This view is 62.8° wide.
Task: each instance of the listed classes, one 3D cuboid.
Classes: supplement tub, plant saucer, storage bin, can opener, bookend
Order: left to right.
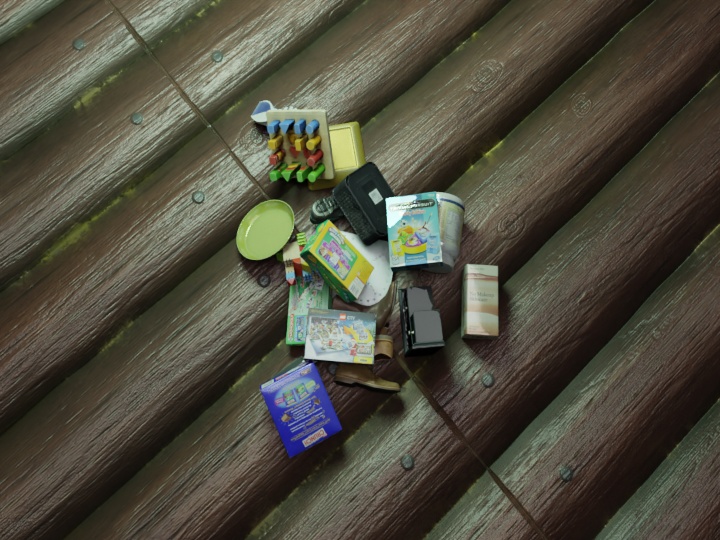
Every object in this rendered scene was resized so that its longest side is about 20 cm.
[{"bbox_3d":[-0.277,-0.115,1.753,0.193,0.031,0.206,-12,58,19],"label":"plant saucer"},{"bbox_3d":[-0.173,0.267,1.697,0.198,0.053,0.066,-39,46,-12],"label":"can opener"},{"bbox_3d":[-0.082,-0.369,1.847,0.192,0.049,0.207,-9,77,-5],"label":"plant saucer"},{"bbox_3d":[0.027,-0.197,1.746,0.134,0.093,0.203,-36,95,-33],"label":"storage bin"},{"bbox_3d":[0.167,0.129,1.660,0.088,0.200,0.207,-4,77,-4],"label":"bookend"},{"bbox_3d":[0.230,-0.110,1.747,0.140,0.145,0.207,10,76,0],"label":"supplement tub"}]

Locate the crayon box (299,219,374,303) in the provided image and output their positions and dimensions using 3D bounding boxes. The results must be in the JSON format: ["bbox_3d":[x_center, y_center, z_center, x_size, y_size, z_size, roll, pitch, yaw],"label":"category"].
[{"bbox_3d":[-0.063,-0.024,1.649,0.200,0.058,0.120,45,54,-18],"label":"crayon box"}]

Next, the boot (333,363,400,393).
[{"bbox_3d":[0.024,0.302,1.683,0.193,0.074,0.078,13,66,3],"label":"boot"}]

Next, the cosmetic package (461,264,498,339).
[{"bbox_3d":[0.350,0.093,1.733,0.099,0.087,0.208,2,76,-1],"label":"cosmetic package"}]

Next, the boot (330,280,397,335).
[{"bbox_3d":[0.001,0.094,1.707,0.193,0.064,0.193,17,101,5],"label":"boot"}]

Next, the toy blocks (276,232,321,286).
[{"bbox_3d":[-0.146,-0.027,1.703,0.193,0.102,0.139,-12,42,-3],"label":"toy blocks"}]

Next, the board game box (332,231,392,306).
[{"bbox_3d":[0.000,0.000,1.773,0.193,0.026,0.207,12,77,1],"label":"board game box"}]

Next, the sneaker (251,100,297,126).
[{"bbox_3d":[-0.246,-0.453,1.846,0.195,0.116,0.082,22,72,34],"label":"sneaker"}]

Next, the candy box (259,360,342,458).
[{"bbox_3d":[-0.165,0.379,1.627,0.165,0.077,0.206,-24,93,-9],"label":"candy box"}]

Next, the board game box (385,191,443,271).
[{"bbox_3d":[0.150,-0.109,1.660,0.145,0.047,0.208,-6,74,9],"label":"board game box"}]

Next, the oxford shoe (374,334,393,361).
[{"bbox_3d":[0.000,0.229,1.680,0.192,0.072,0.073,-3,57,2],"label":"oxford shoe"}]

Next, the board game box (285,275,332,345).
[{"bbox_3d":[-0.147,0.112,1.708,0.130,0.029,0.208,-4,73,23],"label":"board game box"}]

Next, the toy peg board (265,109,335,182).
[{"bbox_3d":[-0.189,-0.354,1.729,0.193,0.205,0.098,5,32,20],"label":"toy peg board"}]

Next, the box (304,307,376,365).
[{"bbox_3d":[-0.055,0.184,1.635,0.192,0.038,0.142,6,75,-6],"label":"box"}]

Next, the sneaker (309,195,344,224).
[{"bbox_3d":[-0.074,-0.196,1.797,0.195,0.080,0.077,-21,72,-28],"label":"sneaker"}]
